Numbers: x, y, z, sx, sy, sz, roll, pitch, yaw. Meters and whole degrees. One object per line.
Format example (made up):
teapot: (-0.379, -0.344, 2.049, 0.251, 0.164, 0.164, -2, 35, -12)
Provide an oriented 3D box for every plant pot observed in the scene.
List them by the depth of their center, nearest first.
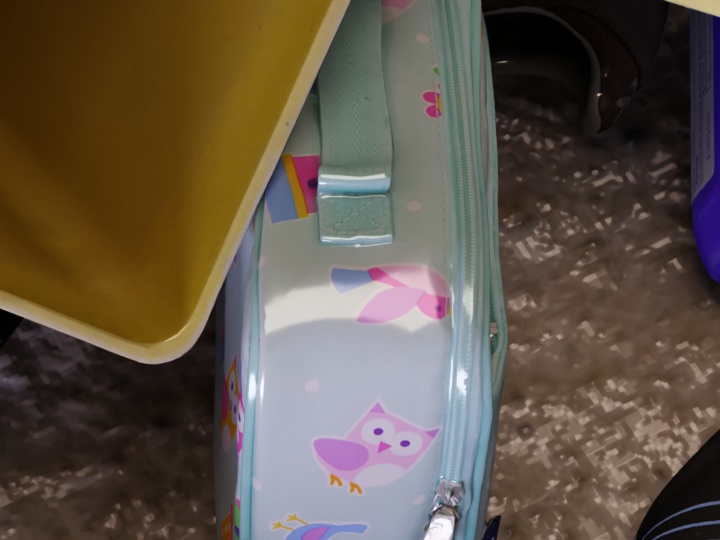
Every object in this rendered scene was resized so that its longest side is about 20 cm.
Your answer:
plant pot: (-0.121, -0.118, 0.693, 0.200, 0.176, 0.200, 22, 94, -29)

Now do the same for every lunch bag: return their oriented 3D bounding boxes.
lunch bag: (0.000, 0.000, 0.753, 0.077, 0.161, 0.200, 2, 46, -6)

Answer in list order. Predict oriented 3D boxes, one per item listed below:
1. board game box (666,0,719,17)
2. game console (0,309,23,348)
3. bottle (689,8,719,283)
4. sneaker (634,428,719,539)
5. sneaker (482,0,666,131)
board game box: (0.079, -0.122, 0.790, 0.200, 0.034, 0.134, 17, 25, 2)
game console: (-0.178, -0.050, 0.731, 0.200, 0.116, 0.176, 32, 45, 0)
bottle: (0.152, -0.086, 0.879, 0.083, 0.065, 0.200, 10, 61, -13)
sneaker: (0.104, 0.107, 0.761, 0.070, 0.078, 0.200, 51, 56, -14)
sneaker: (0.002, -0.099, 0.865, 0.200, 0.070, 0.076, 10, 68, 3)
